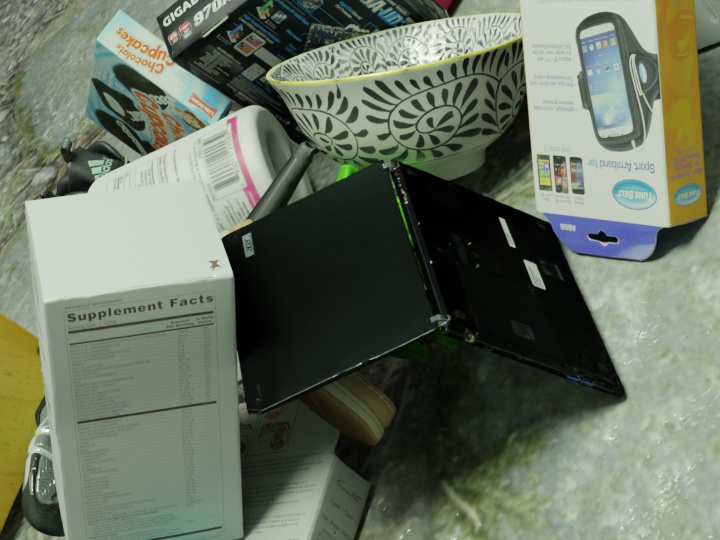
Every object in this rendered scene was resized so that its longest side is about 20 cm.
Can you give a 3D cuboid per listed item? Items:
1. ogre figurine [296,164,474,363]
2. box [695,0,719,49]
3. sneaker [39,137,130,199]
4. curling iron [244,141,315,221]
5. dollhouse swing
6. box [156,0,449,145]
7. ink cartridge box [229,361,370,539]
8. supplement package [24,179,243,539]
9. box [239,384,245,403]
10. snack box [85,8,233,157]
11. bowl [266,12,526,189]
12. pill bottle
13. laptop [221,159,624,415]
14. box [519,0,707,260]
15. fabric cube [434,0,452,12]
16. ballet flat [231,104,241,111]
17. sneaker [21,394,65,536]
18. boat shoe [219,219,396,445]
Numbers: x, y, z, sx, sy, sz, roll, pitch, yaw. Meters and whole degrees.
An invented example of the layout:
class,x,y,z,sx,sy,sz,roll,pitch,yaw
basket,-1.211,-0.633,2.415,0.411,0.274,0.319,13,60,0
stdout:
class,x,y,z,sx,sy,sz,roll,pitch,yaw
ogre figurine,0.000,0.000,1.107,0.199,0.098,0.121,-17,50,50
box,0.183,-0.260,1.127,0.106,0.152,0.201,-18,41,36
sneaker,-0.192,-0.069,1.363,0.199,0.140,0.078,-20,39,36
curling iron,-0.085,-0.007,1.169,0.201,0.025,0.050,-55,18,17
dollhouse swing,-0.354,0.135,1.300,0.175,0.182,0.201,3,64,40
box,-0.036,-0.184,1.257,0.158,0.200,0.046,-34,57,19
ink cartridge box,-0.079,0.143,1.080,0.199,0.045,0.177,-12,48,40
supplement package,-0.136,0.062,0.987,0.113,0.201,0.110,-7,35,-14
box,-0.158,0.093,1.247,0.199,0.036,0.145,-25,38,29
snack box,-0.172,-0.139,1.366,0.037,0.116,0.200,-55,3,-17
bowl,0.038,-0.115,1.161,0.199,0.095,0.201,-10,16,3
pill bottle,-0.143,-0.039,1.271,0.199,0.114,0.114,-23,37,15
laptop,0.033,0.024,0.985,0.104,0.199,0.178,-57,27,27
box,0.155,-0.110,1.006,0.041,0.202,0.119,-17,17,-34
fabric cube,0.003,-0.346,1.393,0.195,0.200,0.200,2,53,51
ballet flat,-0.087,-0.212,1.494,0.201,0.067,0.062,-61,7,-29
sneaker,-0.204,0.127,1.161,0.116,0.075,0.201,-46,18,40
boat shoe,-0.038,0.030,1.029,0.069,0.074,0.200,-41,54,-11
